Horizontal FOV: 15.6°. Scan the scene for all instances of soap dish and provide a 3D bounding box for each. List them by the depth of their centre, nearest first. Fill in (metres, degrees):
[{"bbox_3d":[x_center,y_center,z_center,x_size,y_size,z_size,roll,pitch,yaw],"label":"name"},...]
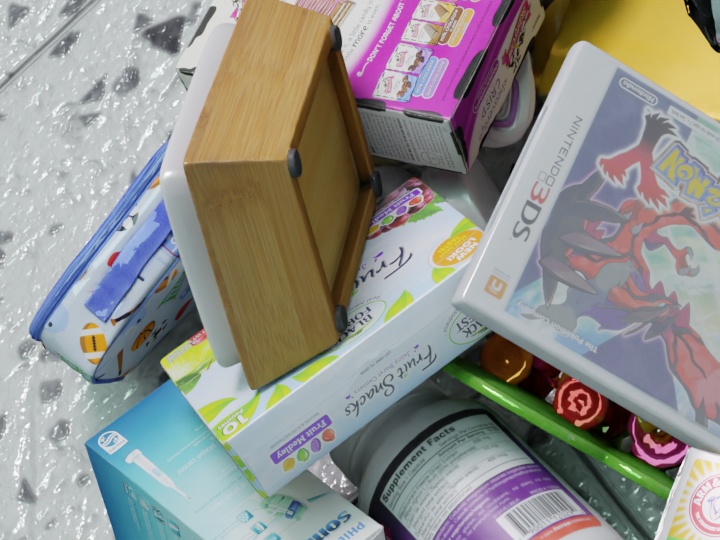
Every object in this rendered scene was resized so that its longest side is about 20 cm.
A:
[{"bbox_3d":[-0.049,-0.052,1.555,0.081,0.158,0.200,-6,33,15],"label":"soap dish"}]

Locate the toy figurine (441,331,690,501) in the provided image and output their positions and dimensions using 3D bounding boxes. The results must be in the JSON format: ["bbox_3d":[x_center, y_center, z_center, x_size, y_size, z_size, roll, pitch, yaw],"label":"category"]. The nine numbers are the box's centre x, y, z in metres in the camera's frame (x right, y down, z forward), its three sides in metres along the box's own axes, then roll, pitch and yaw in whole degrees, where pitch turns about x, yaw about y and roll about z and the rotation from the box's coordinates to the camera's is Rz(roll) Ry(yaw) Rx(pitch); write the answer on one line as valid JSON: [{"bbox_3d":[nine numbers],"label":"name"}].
[{"bbox_3d":[0.169,0.023,1.594,0.199,0.150,0.185,31,91,25],"label":"toy figurine"}]

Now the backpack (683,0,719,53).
[{"bbox_3d":[0.247,-0.234,1.593,0.126,0.167,0.201,-8,69,20],"label":"backpack"}]

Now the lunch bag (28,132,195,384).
[{"bbox_3d":[-0.139,-0.017,1.784,0.075,0.160,0.200,37,93,7],"label":"lunch bag"}]

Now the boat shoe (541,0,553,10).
[{"bbox_3d":[0.114,-0.196,1.747,0.062,0.200,0.073,-24,84,-18],"label":"boat shoe"}]

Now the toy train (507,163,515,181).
[{"bbox_3d":[0.184,-0.037,1.689,0.199,0.046,0.034,18,93,35],"label":"toy train"}]

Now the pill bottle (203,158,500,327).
[{"bbox_3d":[0.000,0.000,1.732,0.199,0.113,0.113,-27,56,15],"label":"pill bottle"}]

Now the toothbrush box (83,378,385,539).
[{"bbox_3d":[-0.070,0.180,1.652,0.085,0.147,0.200,-36,48,-23],"label":"toothbrush box"}]

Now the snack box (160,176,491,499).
[{"bbox_3d":[-0.011,0.037,1.583,0.200,0.053,0.142,-37,28,-6],"label":"snack box"}]

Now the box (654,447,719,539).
[{"bbox_3d":[0.273,0.185,1.489,0.199,0.112,0.102,12,73,34],"label":"box"}]

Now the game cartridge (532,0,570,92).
[{"bbox_3d":[0.210,-0.213,1.767,0.199,0.032,0.177,-11,62,23],"label":"game cartridge"}]

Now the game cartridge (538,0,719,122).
[{"bbox_3d":[0.231,-0.172,1.691,0.199,0.032,0.177,13,74,33],"label":"game cartridge"}]

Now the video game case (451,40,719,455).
[{"bbox_3d":[0.175,-0.010,1.539,0.183,0.199,0.023,-64,11,-19],"label":"video game case"}]

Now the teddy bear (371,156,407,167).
[{"bbox_3d":[-0.034,-0.117,1.785,0.200,0.144,0.067,-129,45,-67],"label":"teddy bear"}]

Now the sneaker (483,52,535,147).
[{"bbox_3d":[0.071,-0.132,1.758,0.075,0.100,0.200,-30,40,-3],"label":"sneaker"}]

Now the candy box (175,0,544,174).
[{"bbox_3d":[0.000,-0.146,1.680,0.199,0.061,0.137,13,59,25],"label":"candy box"}]

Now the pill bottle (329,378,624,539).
[{"bbox_3d":[0.068,0.150,1.621,0.111,0.111,0.200,-47,53,2],"label":"pill bottle"}]
